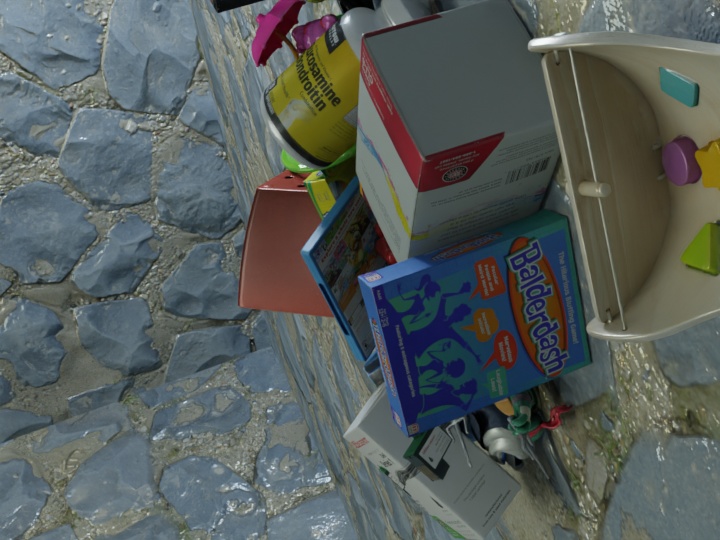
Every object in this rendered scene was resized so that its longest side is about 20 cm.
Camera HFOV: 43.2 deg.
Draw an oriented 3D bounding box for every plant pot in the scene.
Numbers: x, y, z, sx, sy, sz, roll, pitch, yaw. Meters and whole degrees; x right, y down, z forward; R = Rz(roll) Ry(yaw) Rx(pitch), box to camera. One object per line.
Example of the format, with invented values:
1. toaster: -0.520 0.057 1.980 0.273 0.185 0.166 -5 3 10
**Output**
1. plant pot: -0.063 -0.054 1.370 0.200 0.197 0.179 -43 -46 -60

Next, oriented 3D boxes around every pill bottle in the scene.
1. pill bottle: -0.007 -0.210 0.985 0.112 0.199 0.113 39 -151 -26

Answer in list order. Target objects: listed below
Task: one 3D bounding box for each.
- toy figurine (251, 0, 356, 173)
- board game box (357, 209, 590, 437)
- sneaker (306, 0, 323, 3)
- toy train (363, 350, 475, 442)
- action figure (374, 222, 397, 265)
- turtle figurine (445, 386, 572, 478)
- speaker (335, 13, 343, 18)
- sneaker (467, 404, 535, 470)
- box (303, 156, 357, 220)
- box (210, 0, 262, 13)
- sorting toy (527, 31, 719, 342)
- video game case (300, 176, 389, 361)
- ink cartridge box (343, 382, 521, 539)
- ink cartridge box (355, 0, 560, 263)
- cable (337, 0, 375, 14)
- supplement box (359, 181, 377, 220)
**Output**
1. toy figurine: -0.048 -0.241 1.097 0.185 0.198 0.151 61 -143 -33
2. board game box: 0.110 0.048 0.849 0.045 0.198 0.154 -143 35 -67
3. sneaker: -0.008 -0.345 0.981 0.091 0.078 0.200 61 143 9
4. toy train: 0.088 0.170 1.245 0.201 0.086 0.114 54 -162 -3
5. action figure: 0.088 -0.007 1.213 0.201 0.099 0.065 53 176 -34
6. turtle figurine: 0.142 0.126 0.980 0.202 0.100 0.149 60 149 1
7. speaker: -0.033 -0.281 1.266 0.200 0.087 0.090 139 112 -77
8. sneaker: 0.154 0.177 1.121 0.200 0.080 0.148 138 112 -77
9. box: -0.005 -0.091 1.252 0.048 0.118 0.202 -2 123 38
10. box: -0.097 -0.406 1.101 0.138 0.198 0.038 85 160 -47
11. sorting toy: 0.206 -0.057 0.540 0.180 0.106 0.203 17 124 66
12. video game case: 0.000 0.000 1.192 0.018 0.144 0.201 8 139 36
13. ink cartridge box: 0.081 0.231 1.117 0.199 0.085 0.146 40 163 4
14. ink cartridge box: 0.085 -0.116 0.846 0.201 0.143 0.146 95 154 -60
15. cable: 0.009 -0.341 1.069 0.163 0.050 0.202 -135 30 -55
16. supplement box: 0.082 -0.071 1.008 0.086 0.109 0.201 84 163 -48
